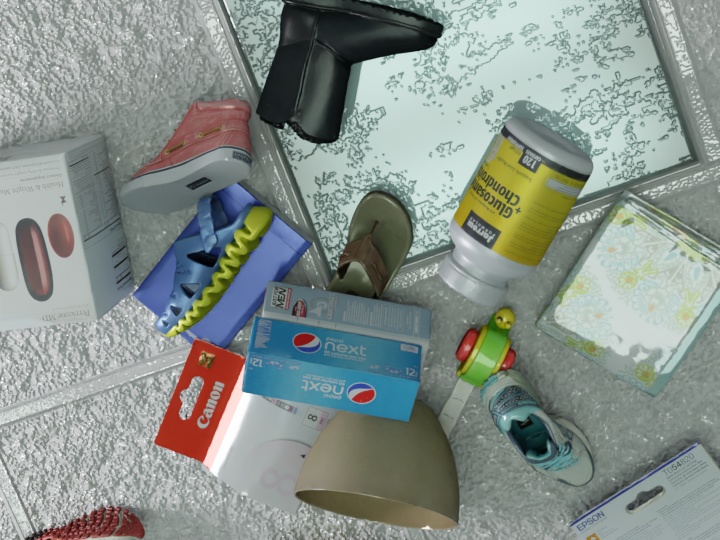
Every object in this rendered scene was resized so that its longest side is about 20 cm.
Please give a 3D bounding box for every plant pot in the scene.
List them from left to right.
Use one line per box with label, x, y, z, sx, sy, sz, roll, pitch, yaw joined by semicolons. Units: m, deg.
plant pot;0.029;0.223;1.715;0.199;0.200;0.135;9;73;6

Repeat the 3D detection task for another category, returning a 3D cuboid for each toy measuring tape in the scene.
toy measuring tape;0.133;0.134;1.721;0.073;0.074;0.201;27;107;1

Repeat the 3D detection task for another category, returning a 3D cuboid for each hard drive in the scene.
hard drive;-0.169;-0.003;1.754;0.132;0.025;0.200;40;107;-3

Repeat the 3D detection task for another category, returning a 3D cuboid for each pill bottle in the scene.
pill bottle;0.171;-0.064;1.631;0.112;0.112;0.201;29;107;0

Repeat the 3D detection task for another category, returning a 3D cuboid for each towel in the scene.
towel;0.328;0.028;1.676;0.171;0.048;0.201;32;107;3

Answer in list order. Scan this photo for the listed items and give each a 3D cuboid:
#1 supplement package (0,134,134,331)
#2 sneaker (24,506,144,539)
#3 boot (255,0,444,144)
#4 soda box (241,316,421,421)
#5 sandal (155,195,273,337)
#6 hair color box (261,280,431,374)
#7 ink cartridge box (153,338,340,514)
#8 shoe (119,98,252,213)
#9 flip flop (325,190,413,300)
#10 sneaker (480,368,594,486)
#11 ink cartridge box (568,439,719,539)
supplement package;-0.398;-0.043;1.715;0.190;0.147;0.201;-7;103;11
sneaker;-0.362;0.369;1.865;0.199;0.078;0.082;-21;105;23
boot;-0.014;-0.226;1.641;0.199;0.076;0.169;14;103;12
soda box;-0.033;0.114;1.650;0.199;0.064;0.068;11;129;-3
sandal;-0.189;-0.011;1.706;0.087;0.079;0.200;35;99;2
hair color box;-0.022;0.083;1.705;0.199;0.061;0.099;10;129;-4
ink cartridge box;-0.141;0.195;1.778;0.199;0.057;0.163;20;108;-11
shoe;-0.206;-0.137;1.706;0.199;0.071;0.091;-18;58;36
flip flop;0.000;0.000;1.710;0.081;0.058;0.201;29;110;5
sneaker;0.214;0.209;1.698;0.078;0.086;0.200;-39;120;14
ink cartridge box;0.390;0.329;1.748;0.199;0.041;0.200;-35;97;16
